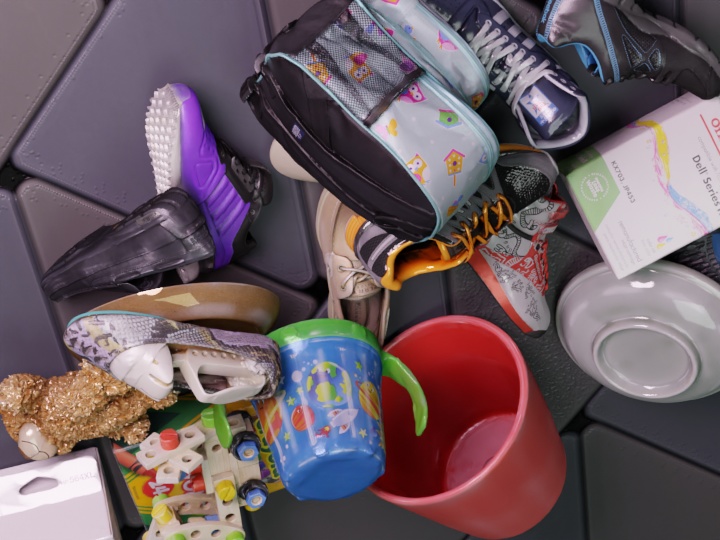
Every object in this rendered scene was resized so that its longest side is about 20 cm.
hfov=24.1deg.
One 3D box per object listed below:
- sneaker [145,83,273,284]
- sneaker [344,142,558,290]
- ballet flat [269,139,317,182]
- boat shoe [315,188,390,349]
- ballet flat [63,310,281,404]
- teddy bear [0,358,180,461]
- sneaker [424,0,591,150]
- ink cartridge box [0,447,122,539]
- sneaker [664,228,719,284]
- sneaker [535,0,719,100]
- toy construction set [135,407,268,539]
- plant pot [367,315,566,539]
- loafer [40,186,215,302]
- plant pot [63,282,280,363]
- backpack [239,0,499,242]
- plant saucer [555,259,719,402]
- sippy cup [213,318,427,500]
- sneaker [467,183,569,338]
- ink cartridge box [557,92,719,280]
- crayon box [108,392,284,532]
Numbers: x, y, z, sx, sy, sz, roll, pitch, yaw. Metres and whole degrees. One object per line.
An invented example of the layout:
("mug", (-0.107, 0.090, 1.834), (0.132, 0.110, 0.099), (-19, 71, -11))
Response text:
("sneaker", (-0.127, -0.086, 1.471), (0.099, 0.070, 0.201), (-16, 134, -16))
("sneaker", (0.088, -0.043, 1.496), (0.199, 0.077, 0.078), (-26, 137, 4))
("ballet flat", (0.021, -0.110, 1.496), (0.198, 0.070, 0.070), (-10, 129, -13))
("boat shoe", (0.000, 0.000, 1.576), (0.072, 0.065, 0.201), (-10, 129, -12))
("ballet flat", (-0.153, 0.079, 1.438), (0.199, 0.072, 0.072), (9, 124, -29))
("teddy bear", (-0.255, 0.127, 1.529), (0.199, 0.067, 0.145), (-14, 159, 24))
("sneaker", (0.123, -0.176, 1.451), (0.199, 0.109, 0.070), (30, 112, -35))
("ink cartridge box", (-0.298, 0.280, 1.654), (0.128, 0.126, 0.201), (-14, 131, -8))
("sneaker", (0.329, -0.034, 1.675), (0.066, 0.079, 0.201), (-19, 114, 15))
("sneaker", (0.239, -0.196, 1.493), (0.199, 0.073, 0.082), (29, 95, -24))
("toy construction set", (-0.155, 0.202, 1.604), (0.130, 0.092, 0.201), (-14, 140, -11))
("plant pot", (0.108, 0.171, 1.681), (0.200, 0.201, 0.177), (-34, 140, 9))
("loafer", (-0.203, -0.006, 1.453), (0.200, 0.068, 0.071), (-24, 107, 40))
("plant pot", (-0.167, 0.059, 1.524), (0.198, 0.028, 0.200), (-11, 160, -4))
("backpack", (0.021, -0.127, 1.378), (0.153, 0.176, 0.200), (-40, 90, -18))
("plant saucer", (0.288, 0.075, 1.681), (0.199, 0.050, 0.201), (12, 137, 11))
("sippy cup", (-0.035, 0.135, 1.546), (0.177, 0.131, 0.140), (-22, 146, 12))
("sneaker", (0.163, -0.022, 1.614), (0.108, 0.067, 0.202), (-33, 128, 11))
("ink cartridge box", (0.299, -0.092, 1.577), (0.199, 0.067, 0.118), (-29, 101, 4))
("crayon box", (-0.138, 0.174, 1.676), (0.199, 0.051, 0.127), (-19, 130, -4))
